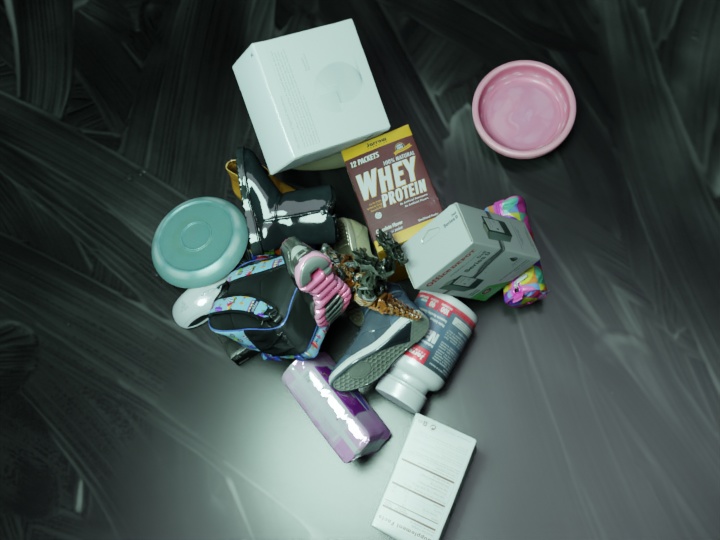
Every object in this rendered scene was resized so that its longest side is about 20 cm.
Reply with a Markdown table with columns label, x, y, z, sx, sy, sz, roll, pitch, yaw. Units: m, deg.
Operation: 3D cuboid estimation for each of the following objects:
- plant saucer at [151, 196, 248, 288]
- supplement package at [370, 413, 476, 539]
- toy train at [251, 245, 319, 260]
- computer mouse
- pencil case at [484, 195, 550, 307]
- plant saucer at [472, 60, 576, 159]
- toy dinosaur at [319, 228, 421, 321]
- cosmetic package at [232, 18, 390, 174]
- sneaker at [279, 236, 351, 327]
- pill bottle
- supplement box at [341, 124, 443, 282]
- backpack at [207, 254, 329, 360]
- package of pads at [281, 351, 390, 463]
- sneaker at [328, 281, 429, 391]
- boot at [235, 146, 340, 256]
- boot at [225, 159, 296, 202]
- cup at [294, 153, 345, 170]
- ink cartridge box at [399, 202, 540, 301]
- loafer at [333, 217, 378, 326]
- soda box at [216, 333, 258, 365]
| label | x | y | z | sx | sy | sz | roll | pitch | yaw |
| --- | --- | --- | --- | --- | --- | --- | --- | --- | --- |
| plant saucer | -0.314 | -0.062 | 1.744 | 0.196 | 0.028 | 0.203 | -5 | 60 | 9 |
| supplement package | 0.111 | 0.365 | 1.535 | 0.116 | 0.117 | 0.203 | 21 | 77 | 13 |
| toy train | -0.109 | -0.061 | 1.684 | 0.196 | 0.116 | 0.086 | 4 | 57 | 5 |
| computer mouse | -0.271 | 0.040 | 1.720 | 0.198 | 0.044 | 0.111 | -33 | 73 | -3 |
| pencil case | 0.283 | -0.033 | 1.649 | 0.087 | 0.089 | 0.203 | -12 | 69 | 3 |
| plant saucer | 0.314 | -0.305 | 1.748 | 0.196 | 0.051 | 0.204 | -2 | 74 | 6 |
| toy dinosaur | 0.018 | 0.012 | 1.507 | 0.197 | 0.137 | 0.103 | 22 | 42 | -2 |
| cosmetic package | -0.086 | -0.297 | 1.557 | 0.198 | 0.122 | 0.203 | -21 | 92 | -28 |
| sneaker | -0.079 | 0.014 | 1.466 | 0.079 | 0.201 | 0.095 | -41 | 57 | -15 |
| pill bottle | 0.113 | 0.144 | 1.600 | 0.118 | 0.120 | 0.202 | 27 | 78 | 14 |
| supplement box | 0.069 | -0.114 | 1.643 | 0.131 | 0.198 | 0.203 | -20 | 71 | 1 |
| backpack | -0.159 | 0.065 | 1.578 | 0.197 | 0.135 | 0.185 | -7 | 47 | 35 |
| package of pads | -0.043 | 0.238 | 1.587 | 0.076 | 0.120 | 0.201 | -44 | 73 | 12 |
| sneaker | 0.009 | 0.105 | 1.567 | 0.201 | 0.077 | 0.147 | -38 | 46 | 2 |
| boot | -0.128 | -0.133 | 1.606 | 0.165 | 0.076 | 0.204 | -12 | 83 | -5 |
| boot | -0.155 | -0.143 | 1.705 | 0.198 | 0.144 | 0.072 | 16 | 69 | 12 |
| cup | -0.070 | -0.274 | 1.730 | 0.141 | 0.200 | 0.204 | 19 | 75 | -13 |
| ink cartridge box | 0.186 | -0.027 | 1.544 | 0.146 | 0.198 | 0.085 | -40 | 57 | 34 |
| loafer | 0.000 | 0.000 | 1.672 | 0.067 | 0.075 | 0.204 | -10 | 92 | -35 |
| soda box | -0.166 | 0.091 | 1.681 | 0.198 | 0.063 | 0.071 | -32 | 72 | -4 |
